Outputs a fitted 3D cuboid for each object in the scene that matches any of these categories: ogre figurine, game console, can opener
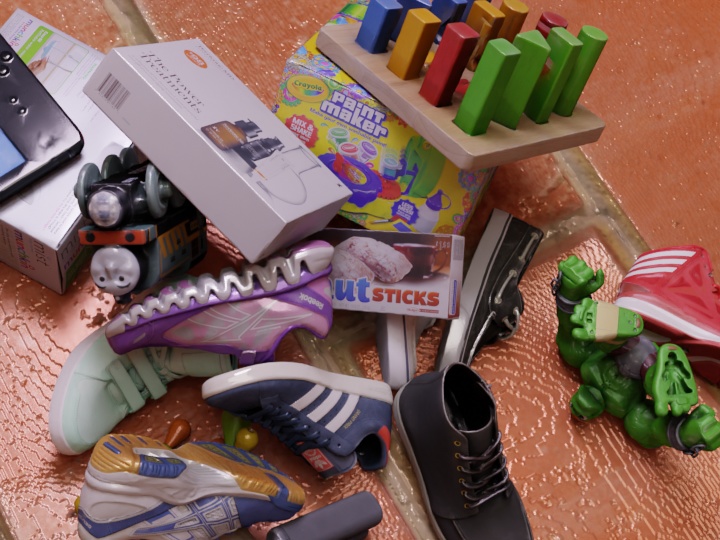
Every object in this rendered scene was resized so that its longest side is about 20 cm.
[{"bbox_3d":[0.239,0.091,1.217,0.199,0.120,0.098,32,67,10],"label":"ogre figurine"},{"bbox_3d":[-0.368,-0.120,1.177,0.199,0.031,0.177,-36,71,-21],"label":"game console"},{"bbox_3d":[-0.054,0.241,1.092,0.199,0.053,0.067,-15,62,-43],"label":"can opener"}]

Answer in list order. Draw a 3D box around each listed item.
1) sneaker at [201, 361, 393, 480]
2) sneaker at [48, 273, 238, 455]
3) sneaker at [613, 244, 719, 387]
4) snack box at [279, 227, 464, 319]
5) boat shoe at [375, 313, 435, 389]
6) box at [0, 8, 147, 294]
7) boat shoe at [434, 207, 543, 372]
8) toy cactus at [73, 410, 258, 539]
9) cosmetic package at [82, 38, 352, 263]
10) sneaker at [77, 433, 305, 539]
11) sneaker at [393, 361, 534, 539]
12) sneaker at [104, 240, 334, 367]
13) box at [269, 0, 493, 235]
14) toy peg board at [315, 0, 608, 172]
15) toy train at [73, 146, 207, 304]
[{"bbox_3d":[-0.046,0.131,1.141,0.199,0.075,0.085,12,66,-40],"label":"sneaker"},{"bbox_3d":[-0.174,0.082,1.157,0.118,0.074,0.201,12,53,37],"label":"sneaker"},{"bbox_3d":[0.344,0.039,1.285,0.199,0.078,0.116,26,63,4],"label":"sneaker"},{"bbox_3d":[0.000,0.000,1.203,0.199,0.024,0.073,4,91,34],"label":"snack box"},{"bbox_3d":[0.051,0.017,1.257,0.069,0.071,0.201,3,56,-5],"label":"boat shoe"},{"bbox_3d":[-0.296,-0.113,1.251,0.175,0.097,0.201,27,62,5],"label":"box"},{"bbox_3d":[0.122,0.030,1.258,0.063,0.071,0.201,22,60,4],"label":"boat shoe"},{"bbox_3d":[-0.135,0.200,1.126,0.165,0.102,0.200,41,55,2],"label":"toy cactus"},{"bbox_3d":[-0.114,-0.105,1.126,0.200,0.052,0.151,45,21,6],"label":"cosmetic package"},{"bbox_3d":[-0.135,0.184,1.058,0.199,0.075,0.089,15,98,-38],"label":"sneaker"},{"bbox_3d":[0.098,0.177,1.144,0.074,0.106,0.201,-27,84,-22],"label":"sneaker"},{"bbox_3d":[-0.108,0.043,1.110,0.199,0.080,0.089,-17,99,-3],"label":"sneaker"},{"bbox_3d":[0.035,-0.136,1.260,0.199,0.123,0.193,26,33,6],"label":"box"},{"bbox_3d":[0.104,-0.196,1.187,0.199,0.098,0.199,-16,50,-45],"label":"toy peg board"},{"bbox_3d":[-0.181,-0.042,1.147,0.084,0.200,0.115,-2,102,9],"label":"toy train"}]
